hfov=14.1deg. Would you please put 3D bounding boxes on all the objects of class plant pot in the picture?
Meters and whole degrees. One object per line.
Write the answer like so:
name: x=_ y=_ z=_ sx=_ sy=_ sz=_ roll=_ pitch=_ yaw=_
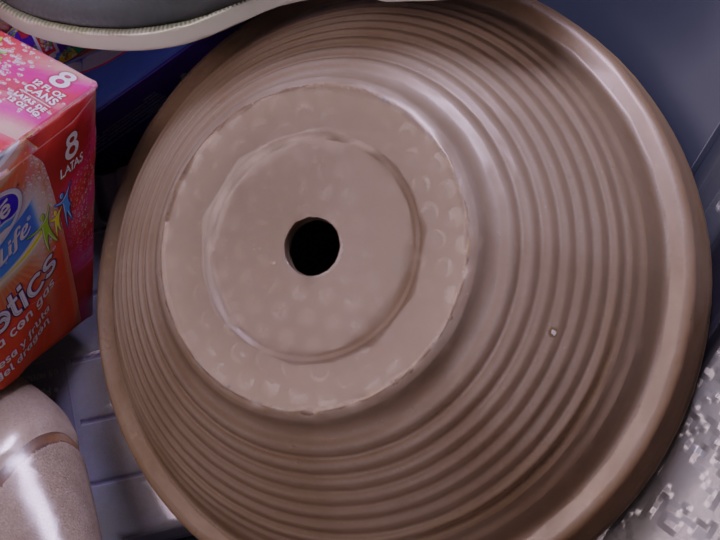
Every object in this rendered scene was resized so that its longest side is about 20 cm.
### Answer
plant pot: x=0.000 y=0.000 z=0.881 sx=0.200 sy=0.093 sz=0.202 roll=-4 pitch=78 yaw=20

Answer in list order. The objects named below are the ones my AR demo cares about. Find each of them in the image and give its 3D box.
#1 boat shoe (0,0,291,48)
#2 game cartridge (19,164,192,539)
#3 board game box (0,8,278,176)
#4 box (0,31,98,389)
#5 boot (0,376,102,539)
boat shoe: x=-0.033 y=-0.116 z=0.875 sx=0.199 sy=0.062 sz=0.073 roll=-3 pitch=50 yaw=24
game cartridge: x=-0.148 y=0.048 z=0.985 sx=0.199 sy=0.038 sz=0.130 roll=-13 pitch=82 yaw=13
board game box: x=-0.056 y=-0.137 z=0.971 sx=0.200 sy=0.045 sz=0.135 roll=-33 pitch=69 yaw=21
box: x=-0.187 y=-0.041 z=0.925 sx=0.199 sy=0.095 sz=0.100 roll=28 pitch=135 yaw=23
boot: x=-0.171 y=0.110 z=0.913 sx=0.199 sy=0.070 sz=0.146 roll=-31 pitch=57 yaw=-12
